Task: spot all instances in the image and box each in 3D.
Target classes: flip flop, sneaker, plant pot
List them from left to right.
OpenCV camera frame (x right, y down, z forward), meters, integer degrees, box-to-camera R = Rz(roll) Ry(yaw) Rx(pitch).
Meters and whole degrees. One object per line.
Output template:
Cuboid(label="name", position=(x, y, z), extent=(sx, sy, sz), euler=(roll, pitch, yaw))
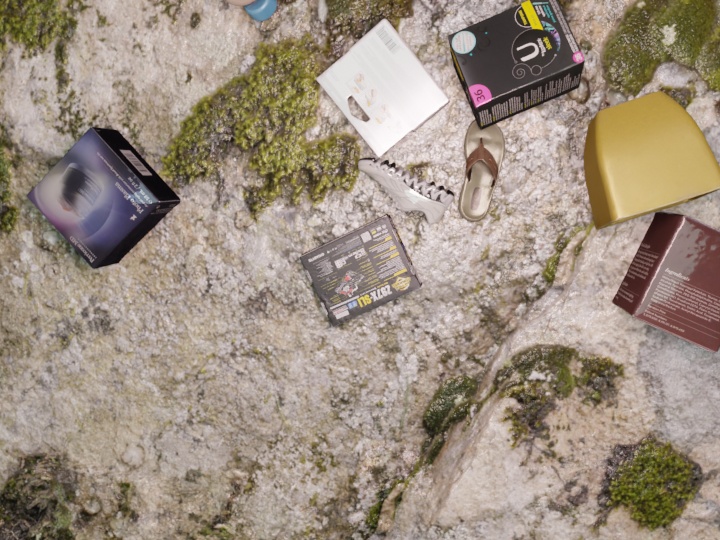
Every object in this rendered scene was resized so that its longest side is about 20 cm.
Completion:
Cuboid(label="sneaker", position=(0.079, -0.158, 1.415), extent=(0.200, 0.075, 0.081), euler=(27, 108, 3))
Cuboid(label="flip flop", position=(0.231, -0.192, 1.398), extent=(0.081, 0.058, 0.201), euler=(11, 98, 5))
Cuboid(label="plant pot", position=(0.505, -0.203, 1.308), extent=(0.195, 0.194, 0.201), euler=(-17, 86, 8))

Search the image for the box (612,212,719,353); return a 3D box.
Cuboid(label="box", position=(0.595, 0.017, 1.331), extent=(0.164, 0.166, 0.200), euler=(24, 100, 3))

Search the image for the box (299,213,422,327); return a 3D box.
Cuboid(label="box", position=(0.000, 0.000, 1.451), extent=(0.200, 0.049, 0.160), euler=(-25, 96, 8))

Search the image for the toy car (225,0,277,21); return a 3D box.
Cuboid(label="toy car", position=(-0.230, -0.614, 1.364), extent=(0.177, 0.184, 0.200), euler=(-43, 63, 9))

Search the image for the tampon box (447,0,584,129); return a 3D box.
Cuboid(label="tampon box", position=(0.280, -0.377, 1.318), extent=(0.200, 0.126, 0.150), euler=(-22, 77, 8))

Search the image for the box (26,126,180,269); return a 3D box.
Cuboid(label="box", position=(-0.510, -0.143, 1.451), extent=(0.198, 0.123, 0.200), euler=(-43, 91, 11))

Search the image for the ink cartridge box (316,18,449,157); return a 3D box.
Cuboid(label="ink cartridge box", position=(0.044, -0.349, 1.405), extent=(0.176, 0.045, 0.200), euler=(-38, 91, 8))
